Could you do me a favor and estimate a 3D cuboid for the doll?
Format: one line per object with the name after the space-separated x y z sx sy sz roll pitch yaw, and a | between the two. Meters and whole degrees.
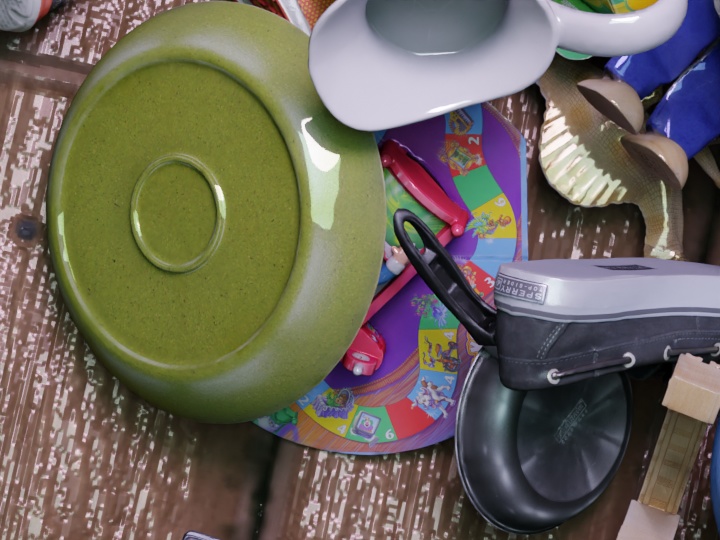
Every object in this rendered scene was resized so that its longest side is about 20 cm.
0.199 -0.131 1.366 0.200 0.048 0.136 -46 121 -5 | doll

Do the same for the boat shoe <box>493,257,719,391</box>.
0.135 0.026 1.343 0.200 0.069 0.057 0 99 -41 | boat shoe

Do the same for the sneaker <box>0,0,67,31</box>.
-0.197 -0.210 1.413 0.082 0.077 0.200 -29 84 -36 | sneaker

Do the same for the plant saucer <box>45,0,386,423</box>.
-0.078 -0.027 1.336 0.200 0.031 0.200 2 94 35 | plant saucer

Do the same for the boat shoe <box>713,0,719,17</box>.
0.203 -0.086 1.307 0.062 0.073 0.200 -11 104 -3 | boat shoe

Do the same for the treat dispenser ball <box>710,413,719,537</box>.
0.262 0.094 1.318 0.201 0.201 0.201 1 80 -5 | treat dispenser ball

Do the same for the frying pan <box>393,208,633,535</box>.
0.083 0.038 1.352 0.115 0.031 0.190 -30 117 -34 | frying pan

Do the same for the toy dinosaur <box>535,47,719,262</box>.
0.125 -0.082 1.411 0.101 0.058 0.200 -37 85 -9 | toy dinosaur

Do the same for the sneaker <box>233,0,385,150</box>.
0.000 -0.096 1.398 0.077 0.073 0.200 -20 86 -22 | sneaker

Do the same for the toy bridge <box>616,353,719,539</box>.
0.134 0.130 1.346 0.027 0.067 0.200 18 112 7 | toy bridge

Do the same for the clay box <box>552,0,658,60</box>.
0.151 -0.193 1.408 0.200 0.048 0.115 -34 44 -11 | clay box

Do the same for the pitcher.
0.058 -0.156 1.318 0.171 0.121 0.200 -2 38 0 | pitcher

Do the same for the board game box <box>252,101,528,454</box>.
0.000 0.000 1.347 0.158 0.039 0.200 0 108 6 | board game box

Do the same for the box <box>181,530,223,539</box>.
-0.027 0.196 1.276 0.148 0.200 0.107 18 78 -2 | box
